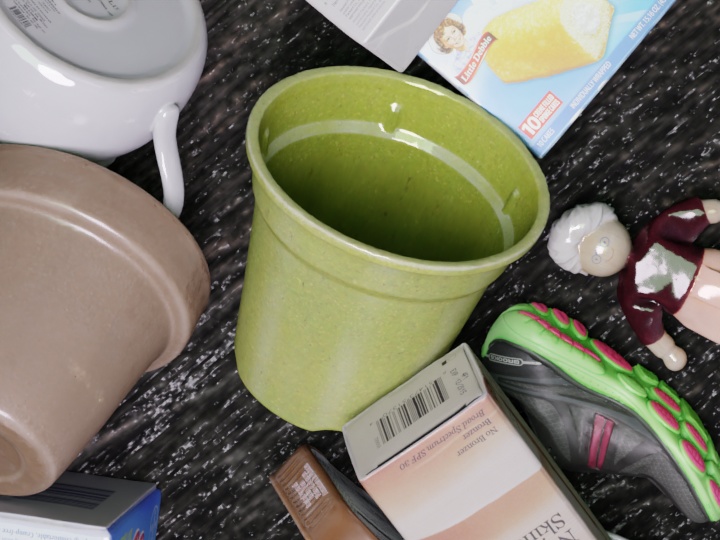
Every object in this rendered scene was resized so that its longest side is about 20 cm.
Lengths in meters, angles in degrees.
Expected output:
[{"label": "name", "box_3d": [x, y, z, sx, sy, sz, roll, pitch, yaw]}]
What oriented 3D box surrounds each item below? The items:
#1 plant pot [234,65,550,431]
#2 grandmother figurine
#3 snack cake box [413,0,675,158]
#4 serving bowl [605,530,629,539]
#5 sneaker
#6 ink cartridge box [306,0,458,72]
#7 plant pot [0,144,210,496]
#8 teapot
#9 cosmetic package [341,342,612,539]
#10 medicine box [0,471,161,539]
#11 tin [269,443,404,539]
[{"label": "plant pot", "box_3d": [0.000, 0.000, 1.604, 0.200, 0.201, 0.185, 23, 128, 3]}, {"label": "grandmother figurine", "box_3d": [0.221, 0.006, 1.658, 0.199, 0.061, 0.122, 22, 87, 1]}, {"label": "snack cake box", "box_3d": [0.141, -0.187, 1.645, 0.115, 0.067, 0.200, 40, 97, 0]}, {"label": "serving bowl", "box_3d": [0.138, 0.266, 1.680, 0.199, 0.066, 0.201, 0, 95, 6]}, {"label": "sneaker", "box_3d": [0.164, 0.104, 1.671, 0.200, 0.077, 0.084, 39, 114, 5]}, {"label": "ink cartridge box", "box_3d": [-0.017, -0.239, 1.635, 0.200, 0.067, 0.116, 42, 97, 27]}, {"label": "plant pot", "box_3d": [-0.216, 0.046, 1.601, 0.199, 0.200, 0.175, 18, 56, 4]}, {"label": "teapot", "box_3d": [-0.204, -0.138, 1.642, 0.197, 0.201, 0.146, 18, 135, -21]}, {"label": "cosmetic package", "box_3d": [0.087, 0.160, 1.568, 0.103, 0.087, 0.200, -36, 112, 6]}, {"label": "medicine box", "box_3d": [-0.209, 0.247, 1.652, 0.102, 0.182, 0.201, 7, 95, 5]}, {"label": "tin", "box_3d": [0.001, 0.175, 1.622, 0.112, 0.200, 0.042, 37, 94, -22]}]
